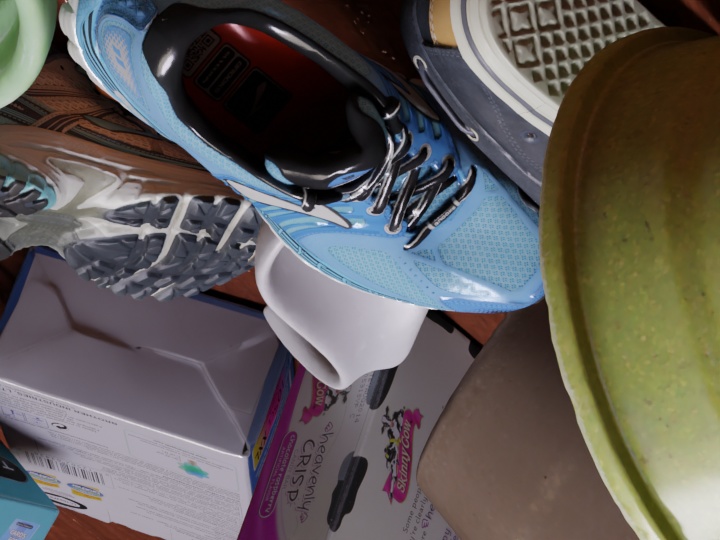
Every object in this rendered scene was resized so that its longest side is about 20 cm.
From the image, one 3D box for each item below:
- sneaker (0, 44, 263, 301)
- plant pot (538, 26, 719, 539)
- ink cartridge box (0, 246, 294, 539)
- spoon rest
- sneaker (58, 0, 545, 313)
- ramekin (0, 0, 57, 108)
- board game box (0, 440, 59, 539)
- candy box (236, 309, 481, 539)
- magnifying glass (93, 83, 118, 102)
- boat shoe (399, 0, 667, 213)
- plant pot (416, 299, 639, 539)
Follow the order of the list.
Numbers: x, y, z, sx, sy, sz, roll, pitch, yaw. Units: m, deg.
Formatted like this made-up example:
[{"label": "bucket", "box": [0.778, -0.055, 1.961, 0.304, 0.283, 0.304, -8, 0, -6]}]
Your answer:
[{"label": "sneaker", "box": [-0.106, -0.048, 0.897, 0.200, 0.087, 0.078, 13, 144, -40]}, {"label": "plant pot", "box": [0.184, -0.006, 0.645, 0.184, 0.201, 0.200, -22, 133, 40]}, {"label": "ink cartridge box", "box": [-0.104, 0.078, 1.139, 0.136, 0.076, 0.200, 17, 154, 8]}, {"label": "spoon rest", "box": [0.000, 0.000, 0.900, 0.061, 0.099, 0.200, 62, 165, 14]}, {"label": "sneaker", "box": [-0.009, -0.035, 0.750, 0.200, 0.078, 0.090, 31, -172, -28]}, {"label": "ramekin", "box": [-0.170, -0.143, 0.700, 0.200, 0.098, 0.200, 18, 155, 9]}, {"label": "board game box", "box": [-0.257, 0.066, 1.103, 0.151, 0.047, 0.200, 20, -165, -46]}, {"label": "candy box", "box": [0.043, 0.118, 1.038, 0.061, 0.137, 0.200, -7, 144, 43]}, {"label": "magnifying glass", "box": [-0.060, -0.105, 0.794, 0.079, 0.022, 0.200, 25, 156, -10]}, {"label": "boat shoe", "box": [0.089, -0.040, 0.759, 0.200, 0.075, 0.062, 39, 158, -30]}, {"label": "plant pot", "box": [0.120, 0.088, 0.885, 0.174, 0.200, 0.200, 34, 158, 11]}]
